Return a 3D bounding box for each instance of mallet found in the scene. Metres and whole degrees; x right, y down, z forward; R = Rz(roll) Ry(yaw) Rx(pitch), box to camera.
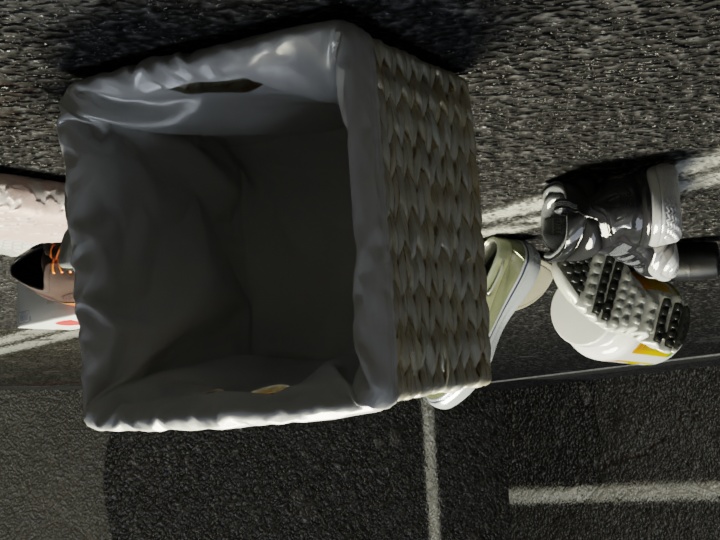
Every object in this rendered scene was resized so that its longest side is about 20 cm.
[{"bbox_3d":[0.385,-0.007,1.524,0.065,0.042,0.199,-3,176,25],"label":"mallet"}]

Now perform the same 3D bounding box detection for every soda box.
[{"bbox_3d":[-0.262,0.017,1.350,0.199,0.065,0.068,-10,169,44],"label":"soda box"}]

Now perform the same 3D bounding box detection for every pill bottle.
[{"bbox_3d":[0.308,0.054,1.626,0.110,0.113,0.199,-9,170,34],"label":"pill bottle"}]

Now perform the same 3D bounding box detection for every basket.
[{"bbox_3d":[-0.044,-0.018,0.770,0.196,0.203,0.160,-7,176,29],"label":"basket"}]

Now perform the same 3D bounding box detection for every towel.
[{"bbox_3d":[-0.296,-0.042,1.059,0.189,0.033,0.199,-10,169,40],"label":"towel"}]

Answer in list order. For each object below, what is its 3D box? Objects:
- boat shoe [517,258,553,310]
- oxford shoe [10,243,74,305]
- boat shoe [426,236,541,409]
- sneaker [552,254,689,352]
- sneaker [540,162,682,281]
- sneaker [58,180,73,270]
[{"bbox_3d":[0.133,0.001,1.472,0.198,0.073,0.063,-2,-144,-43],"label":"boat shoe"},{"bbox_3d":[-0.248,0.000,1.230,0.072,0.072,0.199,11,165,-41],"label":"oxford shoe"},{"bbox_3d":[0.111,0.050,1.401,0.062,0.202,0.072,19,-163,-31],"label":"boat shoe"},{"bbox_3d":[0.263,0.031,1.447,0.199,0.076,0.081,31,167,-35],"label":"sneaker"},{"bbox_3d":[0.208,-0.037,1.136,0.112,0.077,0.200,-4,166,10],"label":"sneaker"},{"bbox_3d":[-0.154,-0.057,0.892,0.074,0.082,0.200,-7,-169,-1],"label":"sneaker"}]
